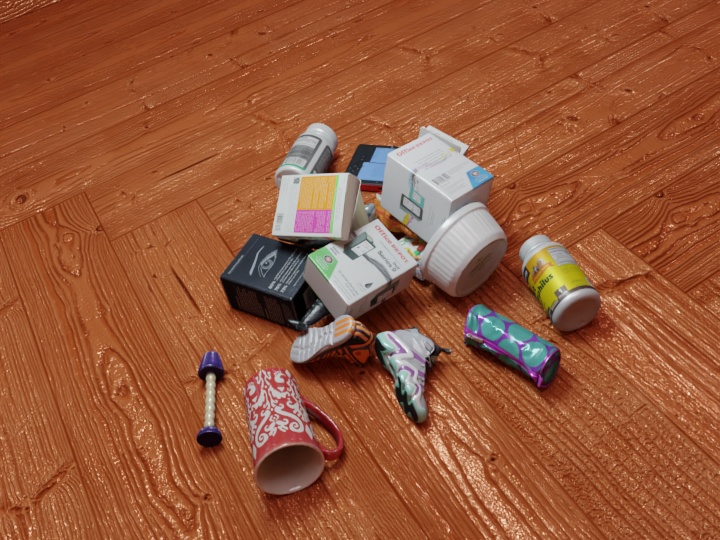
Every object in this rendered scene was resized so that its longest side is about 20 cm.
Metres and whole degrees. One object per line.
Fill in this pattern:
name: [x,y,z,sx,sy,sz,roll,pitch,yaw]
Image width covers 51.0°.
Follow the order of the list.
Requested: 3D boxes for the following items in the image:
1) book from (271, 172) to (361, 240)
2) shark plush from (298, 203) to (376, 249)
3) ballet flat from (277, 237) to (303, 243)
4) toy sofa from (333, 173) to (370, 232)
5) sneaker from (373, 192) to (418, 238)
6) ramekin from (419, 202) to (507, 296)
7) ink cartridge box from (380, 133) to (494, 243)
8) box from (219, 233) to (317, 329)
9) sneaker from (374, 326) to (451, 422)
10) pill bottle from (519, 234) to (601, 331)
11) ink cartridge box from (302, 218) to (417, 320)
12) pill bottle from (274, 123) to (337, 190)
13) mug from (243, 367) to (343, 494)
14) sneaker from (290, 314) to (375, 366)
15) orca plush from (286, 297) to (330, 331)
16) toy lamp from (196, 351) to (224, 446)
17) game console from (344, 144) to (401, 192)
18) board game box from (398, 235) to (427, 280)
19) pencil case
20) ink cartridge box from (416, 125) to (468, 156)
book: [-0.100,-0.135,1.606,0.196,0.048,0.137,5,80,38]
shark plush: [-0.054,-0.097,1.783,0.195,0.084,0.092,-13,46,-2]
ballet flat: [-0.152,-0.099,1.758,0.065,0.058,0.200,15,14,5]
toy sofa: [-0.029,-0.116,1.708,0.095,0.204,0.083,-21,17,-6]
sneaker: [0.091,-0.117,1.776,0.071,0.079,0.200,1,25,-26]
ramekin: [0.225,-0.036,1.600,0.200,0.204,0.094,-35,61,-22]
ink cartridge box: [0.165,-0.176,1.669,0.145,0.148,0.199,-29,55,-32]
box: [-0.189,0.023,1.681,0.196,0.106,0.149,17,52,25]
sneaker: [0.124,0.191,1.484,0.137,0.079,0.203,-14,58,-19]
pill bottle: [0.407,0.020,1.567,0.107,0.111,0.202,-17,46,-7]
ink cartridge box: [0.000,0.000,1.584,0.198,0.085,0.146,-29,66,-30]
pill bottle: [-0.135,-0.283,1.955,0.110,0.115,0.202,10,49,20]
mug: [-0.138,0.301,1.420,0.134,0.176,0.202,-45,39,17]
sneaker: [-0.051,0.164,1.545,0.197,0.111,0.079,-22,47,40]
orca plush: [-0.080,0.056,1.618,0.198,0.072,0.105,-30,7,-28]
toy lamp: [-0.301,0.252,1.519,0.057,0.059,0.203,-11,47,-1]
game console: [0.064,-0.270,1.963,0.195,0.031,0.179,7,49,16]
board game box: [0.173,-0.065,1.732,0.198,0.035,0.125,-35,41,-22]
pencil case: [0.295,0.148,1.484,0.198,0.087,0.092,29,41,33]
ink cartridge box: [0.186,-0.259,1.794,0.115,0.202,0.068,30,55,14]
